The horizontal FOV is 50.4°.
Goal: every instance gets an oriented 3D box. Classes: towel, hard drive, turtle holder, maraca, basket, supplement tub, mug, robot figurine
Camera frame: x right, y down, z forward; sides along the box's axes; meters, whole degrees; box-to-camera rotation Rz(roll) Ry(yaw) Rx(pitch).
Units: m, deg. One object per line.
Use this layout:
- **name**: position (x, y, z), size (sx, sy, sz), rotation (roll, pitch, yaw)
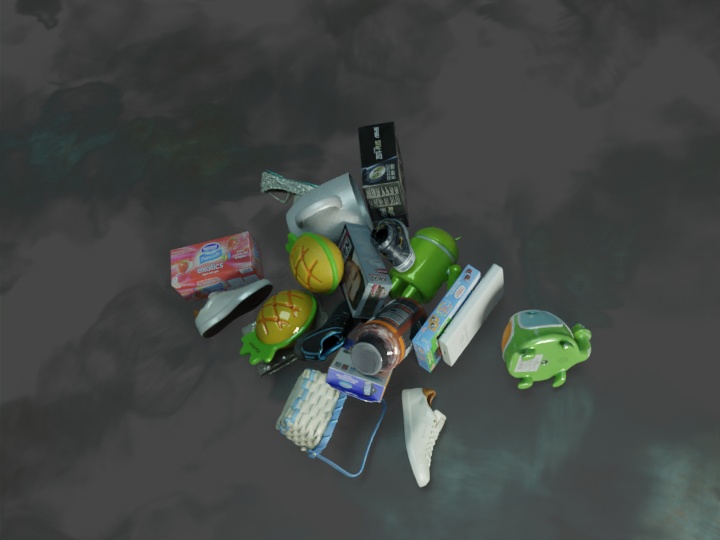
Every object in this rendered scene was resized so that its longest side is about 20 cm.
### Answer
- **towel**: position (-0.163, 0.139, 1.730), size (0.198, 0.035, 0.133), rotation (-29, 60, -2)
- **hard drive**: position (0.235, 0.095, 1.605), size (0.027, 0.132, 0.201), rotation (32, 74, 24)
- **turtle holder**: position (0.374, 0.143, 1.548), size (0.184, 0.141, 0.133), rotation (-24, 44, 10)
- **maraca**: position (-0.107, -0.018, 1.671), size (0.106, 0.139, 0.199), rotation (-19, 19, -31)
- **maraca**: position (-0.178, 0.121, 1.657), size (0.200, 0.107, 0.137), rotation (-45, 39, -15)
- **basket**: position (-0.058, 0.302, 1.572), size (0.198, 0.139, 0.178), rotation (28, 59, -1)
- **supplement tub**: position (0.056, 0.136, 1.554), size (0.106, 0.108, 0.200), rotation (21, 29, 21)
- **mug**: position (-0.082, -0.127, 1.751), size (0.173, 0.200, 0.149), rotation (-23, 81, 8)
- **robot figurine**: position (0.140, -0.009, 1.688), size (0.174, 0.116, 0.201), rotation (26, 71, 31)

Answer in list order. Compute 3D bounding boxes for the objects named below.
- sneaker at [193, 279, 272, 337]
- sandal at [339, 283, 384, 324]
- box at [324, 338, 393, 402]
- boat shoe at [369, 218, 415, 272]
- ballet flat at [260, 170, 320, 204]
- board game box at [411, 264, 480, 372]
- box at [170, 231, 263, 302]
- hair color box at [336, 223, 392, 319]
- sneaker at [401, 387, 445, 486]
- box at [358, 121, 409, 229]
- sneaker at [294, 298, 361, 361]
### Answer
- **sneaker**: position (-0.300, 0.065, 1.765), size (0.199, 0.073, 0.085), rotation (-33, 64, -3)
- **sandal**: position (-0.013, 0.040, 1.737), size (0.075, 0.045, 0.201), rotation (-31, 61, -5)
- **box**: position (0.002, 0.204, 1.565), size (0.118, 0.200, 0.042), rotation (18, 105, 5)
- **boat shoe**: position (0.059, -0.081, 1.668), size (0.071, 0.091, 0.201), rotation (-40, 30, 9)
- **ballet flat**: position (-0.164, -0.191, 1.883), size (0.198, 0.072, 0.072), rotation (20, 69, 27)
- **board game box**: position (0.185, 0.103, 1.602), size (0.036, 0.152, 0.201), rotation (31, 74, 22)
- **box**: position (-0.337, -0.007, 1.803), size (0.197, 0.103, 0.096), rotation (-14, 61, 7)
- **hair color box**: position (0.000, 0.000, 1.664), size (0.060, 0.100, 0.201), rotation (6, 39, -25)
- **sneaker**: position (0.133, 0.330, 1.544), size (0.083, 0.073, 0.202), rotation (-10, 61, 10)
- **box**: position (0.055, -0.212, 1.760), size (0.085, 0.201, 0.166), rotation (-7, 63, 7)
- **sneaker**: position (-0.047, 0.131, 1.628), size (0.081, 0.074, 0.200), rotation (6, 40, 48)
